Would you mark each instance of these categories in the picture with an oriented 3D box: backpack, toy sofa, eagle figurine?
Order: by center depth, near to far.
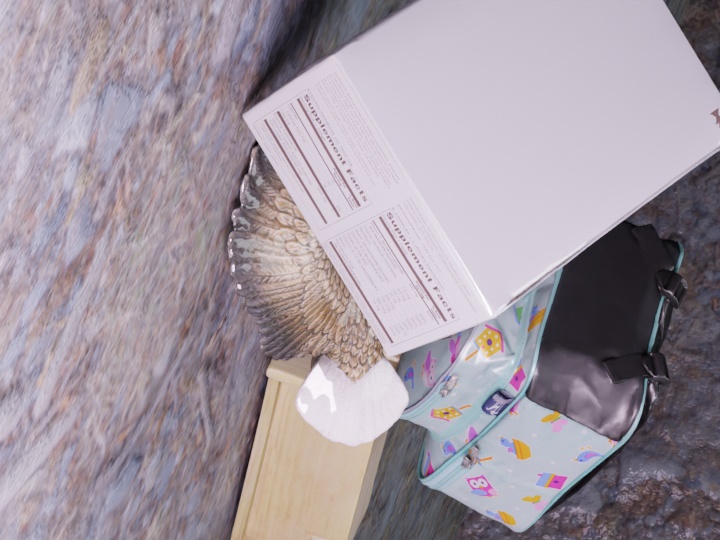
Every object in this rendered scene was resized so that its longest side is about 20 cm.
[{"bbox_3d":[-0.005,-0.006,1.400,0.152,0.151,0.200,-53,176,-22],"label":"eagle figurine"},{"bbox_3d":[0.105,0.064,1.554,0.200,0.153,0.176,116,-8,-50],"label":"backpack"},{"bbox_3d":[-0.030,0.120,1.648,0.098,0.083,0.200,-65,171,-50],"label":"toy sofa"}]

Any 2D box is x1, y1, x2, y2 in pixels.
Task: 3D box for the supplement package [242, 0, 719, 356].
[{"bbox_3d":[0.071,-0.078,1.267,0.200,0.156,0.111,-34,-175,-31],"label":"supplement package"}]
